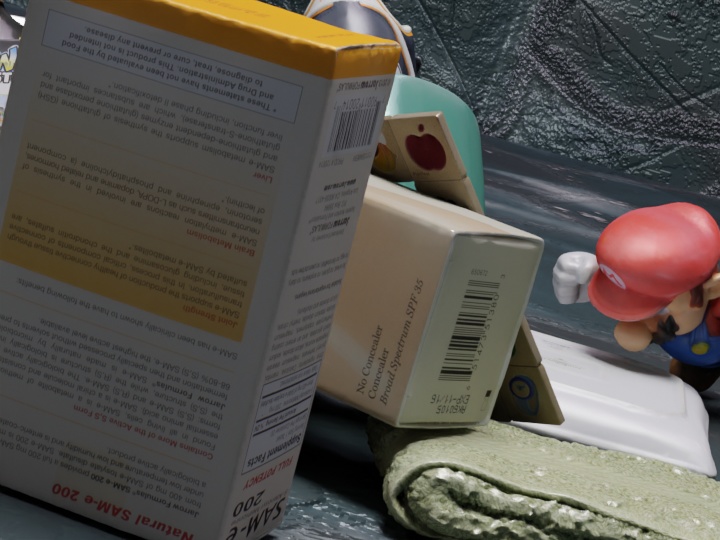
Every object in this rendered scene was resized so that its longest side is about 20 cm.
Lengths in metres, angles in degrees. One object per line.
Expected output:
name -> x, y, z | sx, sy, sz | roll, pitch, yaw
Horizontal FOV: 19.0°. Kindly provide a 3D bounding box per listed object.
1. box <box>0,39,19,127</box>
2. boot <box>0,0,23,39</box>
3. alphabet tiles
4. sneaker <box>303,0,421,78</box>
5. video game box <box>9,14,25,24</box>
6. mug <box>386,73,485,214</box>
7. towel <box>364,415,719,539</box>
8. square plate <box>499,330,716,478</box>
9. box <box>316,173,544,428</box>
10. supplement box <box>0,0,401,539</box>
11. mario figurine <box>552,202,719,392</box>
box -> -0.238, -0.059, 1.034 | 0.200, 0.110, 0.035 | 2, -28, 3
boot -> -0.198, -0.145, 1.109 | 0.200, 0.151, 0.073 | 0, 0, -1
alphabet tiles -> 0.000, 0.000, 1.069 | 0.200, 0.167, 0.008 | 1, 32, 48
sneaker -> 0.003, -0.104, 1.334 | 0.078, 0.080, 0.200 | -4, -29, 0
video game box -> -0.150, -0.083, 1.366 | 0.182, 0.047, 0.200 | 8, -22, -13
mug -> -0.014, -0.025, 1.278 | 0.185, 0.115, 0.152 | -23, -34, 34
towel -> 0.102, 0.104, 0.963 | 0.200, 0.037, 0.148 | 14, 8, -7
square plate -> 0.111, 0.064, 1.256 | 0.200, 0.028, 0.198 | 16, 9, 6
box -> -0.026, -0.005, 0.992 | 0.200, 0.095, 0.078 | 21, 10, 35
supplement box -> -0.074, -0.006, 0.817 | 0.126, 0.200, 0.074 | 19, 13, 17
mario figurine -> 0.193, 0.039, 1.338 | 0.123, 0.106, 0.200 | -17, -35, 23
